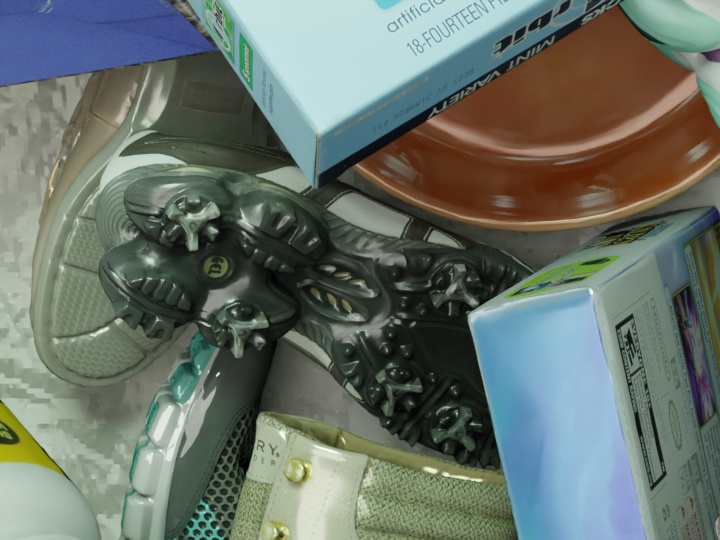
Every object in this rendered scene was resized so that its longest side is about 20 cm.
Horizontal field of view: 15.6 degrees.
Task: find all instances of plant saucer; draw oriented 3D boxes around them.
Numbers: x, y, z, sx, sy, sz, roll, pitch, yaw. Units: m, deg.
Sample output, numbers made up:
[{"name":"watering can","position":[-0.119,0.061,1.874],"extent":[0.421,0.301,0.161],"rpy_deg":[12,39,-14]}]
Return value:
[{"name":"plant saucer","position":[0.059,-0.114,0.887],"extent":[0.198,0.032,0.202],"rpy_deg":[1,105,4]}]

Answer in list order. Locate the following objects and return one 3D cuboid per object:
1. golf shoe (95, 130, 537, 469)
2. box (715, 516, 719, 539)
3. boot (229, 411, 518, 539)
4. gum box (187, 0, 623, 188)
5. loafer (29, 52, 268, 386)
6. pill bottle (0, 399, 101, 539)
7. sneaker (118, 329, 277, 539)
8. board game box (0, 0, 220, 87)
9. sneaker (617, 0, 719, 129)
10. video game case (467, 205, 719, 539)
[{"name":"golf shoe","position":[0.000,0.000,0.912],"extent":[0.199,0.095,0.078],"rpy_deg":[26,109,-24]},{"name":"box","position":[0.221,0.113,0.801],"extent":[0.165,0.200,0.166],"rpy_deg":[-14,94,19]},{"name":"boot","position":[-0.050,0.120,0.835],"extent":[0.198,0.072,0.156],"rpy_deg":[9,97,-14]},{"name":"gum box","position":[0.003,-0.152,0.784],"extent":[0.169,0.045,0.201],"rpy_deg":[-31,74,-12]},{"name":"loafer","position":[-0.070,-0.056,0.952],"extent":[0.071,0.063,0.201],"rpy_deg":[14,109,-28]},{"name":"pill bottle","position":[-0.162,0.091,0.932],"extent":[0.200,0.114,0.115],"rpy_deg":[43,112,37]},{"name":"sneaker","position":[-0.047,0.112,0.968],"extent":[0.090,0.078,0.202],"rpy_deg":[13,107,0]},{"name":"board game box","position":[-0.131,-0.171,0.886],"extent":[0.158,0.097,0.202],"rpy_deg":[-7,69,19]},{"name":"sneaker","position":[0.175,-0.077,0.836],"extent":[0.140,0.078,0.200],"rpy_deg":[-38,107,9]},{"name":"video game case","position":[0.099,0.091,0.848],"extent":[0.045,0.181,0.202],"rpy_deg":[-11,95,21]}]
